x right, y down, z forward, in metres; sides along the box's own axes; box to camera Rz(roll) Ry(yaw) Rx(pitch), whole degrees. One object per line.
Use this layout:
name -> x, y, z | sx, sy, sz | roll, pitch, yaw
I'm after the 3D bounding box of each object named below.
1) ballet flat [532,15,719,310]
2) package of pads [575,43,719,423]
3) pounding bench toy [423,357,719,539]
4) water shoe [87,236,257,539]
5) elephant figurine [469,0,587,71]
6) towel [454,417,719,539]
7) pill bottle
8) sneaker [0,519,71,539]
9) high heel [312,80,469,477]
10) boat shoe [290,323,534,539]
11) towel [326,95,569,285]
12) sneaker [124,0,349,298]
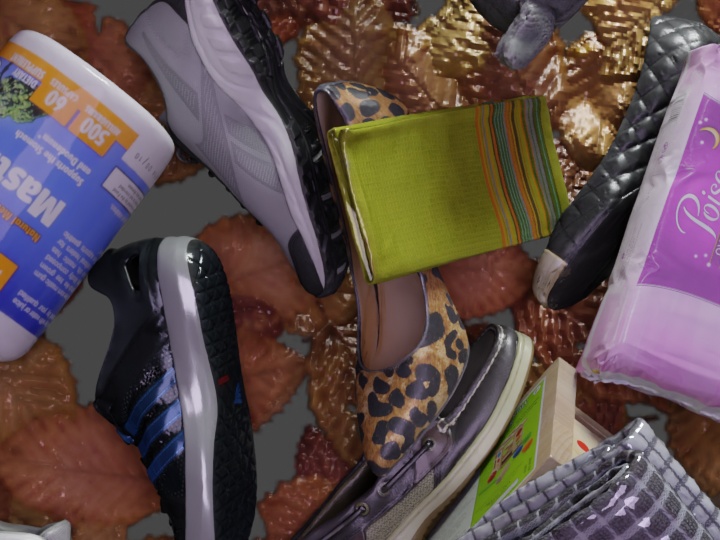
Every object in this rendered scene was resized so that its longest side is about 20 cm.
ballet flat -> 0.157, -0.063, 1.013 | 0.057, 0.066, 0.201 | 27, 77, 26
package of pads -> 0.209, -0.014, 0.944 | 0.120, 0.076, 0.201 | 21, 82, -2
pounding bench toy -> 0.109, 0.188, 0.951 | 0.156, 0.124, 0.200 | 37, 112, -6
water shoe -> -0.109, 0.082, 0.965 | 0.078, 0.071, 0.201 | -5, 90, 19
elephant figurine -> 0.065, -0.234, 0.966 | 0.200, 0.155, 0.142 | 45, 97, -4
towel -> 0.110, 0.195, 0.840 | 0.200, 0.086, 0.166 | -38, 100, 20
pill bottle -> -0.202, -0.022, 0.922 | 0.112, 0.112, 0.200 | 36, 82, -5
sneaker -> -0.177, 0.189, 0.936 | 0.200, 0.074, 0.089 | 44, 84, -5
high heel -> 0.000, 0.000, 0.929 | 0.142, 0.071, 0.201 | 40, 53, -36
boat shoe -> 0.026, 0.108, 0.970 | 0.065, 0.073, 0.200 | 36, 83, -11
towel -> 0.057, -0.050, 0.946 | 0.200, 0.018, 0.087 | -15, 89, -51
sneaker -> -0.065, -0.074, 0.975 | 0.079, 0.074, 0.201 | -25, 98, 21
